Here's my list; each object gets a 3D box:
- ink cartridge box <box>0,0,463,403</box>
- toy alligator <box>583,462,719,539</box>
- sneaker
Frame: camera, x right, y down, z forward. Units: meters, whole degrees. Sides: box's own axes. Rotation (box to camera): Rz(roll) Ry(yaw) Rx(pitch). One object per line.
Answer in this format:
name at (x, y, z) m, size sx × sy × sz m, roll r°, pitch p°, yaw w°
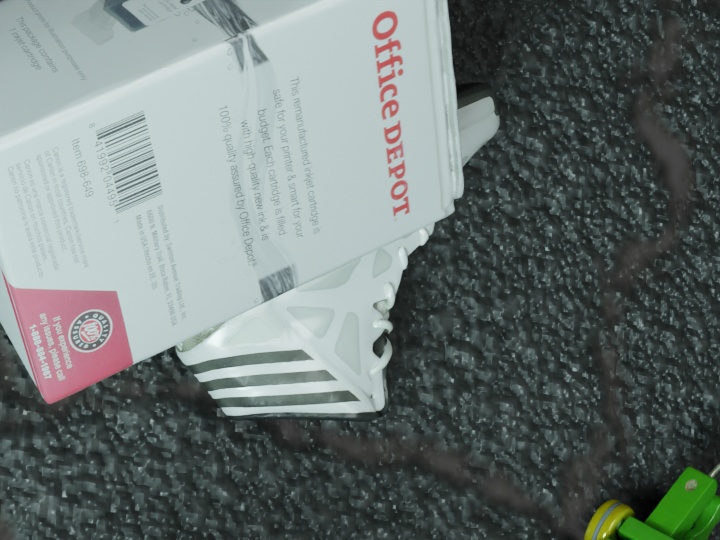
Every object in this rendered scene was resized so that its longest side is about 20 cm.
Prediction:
ink cartridge box at (-0.065, -0.057, 0.904) m, size 0.199 × 0.146 × 0.085 m, roll -24°, pitch 48°, yaw -15°
toy alligator at (0.146, 0.141, 1.095) m, size 0.200 × 0.059 × 0.054 m, roll -43°, pitch 145°, yaw -31°
sneaker at (0.000, 0.000, 1.032) m, size 0.200 × 0.076 × 0.116 m, roll -34°, pitch 107°, yaw -23°
